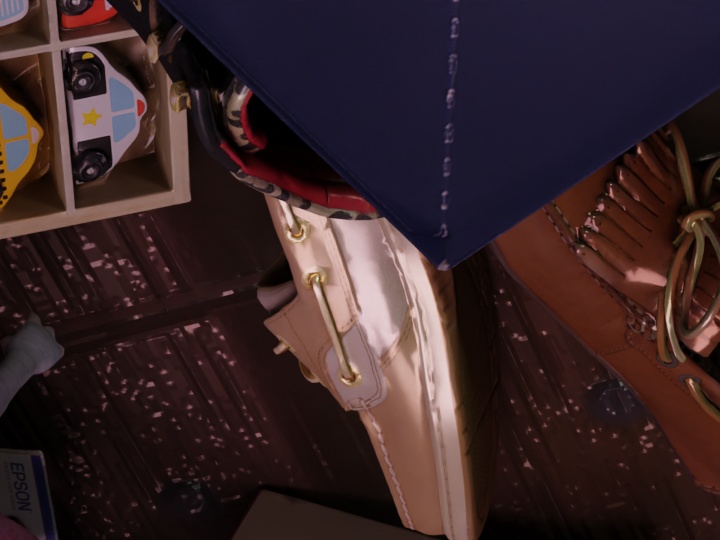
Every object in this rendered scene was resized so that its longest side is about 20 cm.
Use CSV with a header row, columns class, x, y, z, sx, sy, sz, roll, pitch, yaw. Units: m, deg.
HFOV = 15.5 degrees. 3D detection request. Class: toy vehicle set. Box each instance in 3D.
class,x,y,z,sx,sy,sz,roll,pitch,yaw
toy vehicle set,-0.117,-0.096,0.784,0.124,0.027,0.201,-12,130,-14

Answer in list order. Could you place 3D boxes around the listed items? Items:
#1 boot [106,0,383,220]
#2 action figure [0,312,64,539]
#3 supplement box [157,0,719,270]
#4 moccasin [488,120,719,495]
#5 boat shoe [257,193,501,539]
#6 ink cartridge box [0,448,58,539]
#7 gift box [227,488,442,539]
class,x,y,z,sx,sy,sz,roll,pitch,yaw
boot,-0.062,-0.100,0.681,0.203,0.154,0.074,27,112,-38
action figure,-0.168,0.079,0.846,0.133,0.149,0.200,-7,136,27
supplement box,0.055,-0.147,0.551,0.200,0.200,0.134,-34,115,30
moccasin,0.098,0.001,0.819,0.077,0.074,0.202,-4,131,44
boat shoe,0.000,0.000,0.850,0.069,0.074,0.201,-5,118,15
ink cartridge box,-0.201,0.088,0.966,0.199,0.039,0.100,3,127,8
gift box,0.024,0.190,0.927,0.186,0.200,0.185,15,134,16
